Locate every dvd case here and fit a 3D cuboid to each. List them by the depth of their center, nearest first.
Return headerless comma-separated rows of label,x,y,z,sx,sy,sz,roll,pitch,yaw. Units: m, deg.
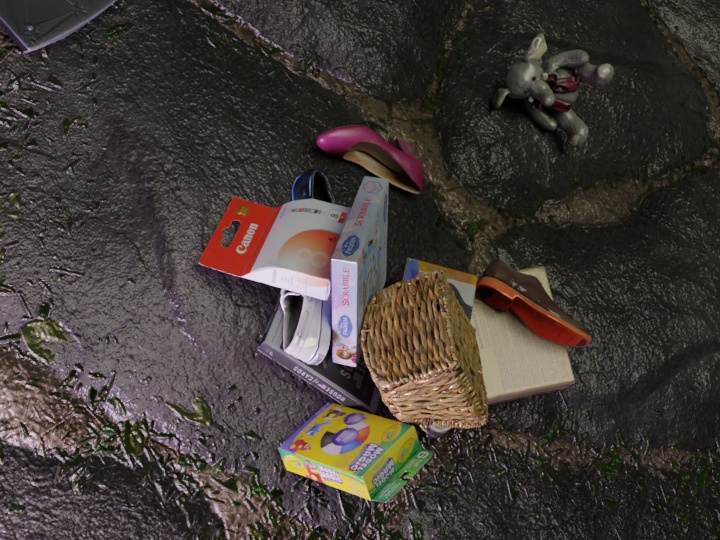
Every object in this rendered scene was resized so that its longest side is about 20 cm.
dvd case,-0.047,0.116,1.580,0.199,0.025,0.151,34,39,-13

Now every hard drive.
hard drive,-0.460,-0.411,1.573,0.135,0.042,0.200,48,55,-4

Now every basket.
basket,0.089,0.128,1.514,0.201,0.142,0.149,-95,160,-47

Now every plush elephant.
plush elephant,0.335,-0.339,1.934,0.154,0.165,0.200,-13,48,-46

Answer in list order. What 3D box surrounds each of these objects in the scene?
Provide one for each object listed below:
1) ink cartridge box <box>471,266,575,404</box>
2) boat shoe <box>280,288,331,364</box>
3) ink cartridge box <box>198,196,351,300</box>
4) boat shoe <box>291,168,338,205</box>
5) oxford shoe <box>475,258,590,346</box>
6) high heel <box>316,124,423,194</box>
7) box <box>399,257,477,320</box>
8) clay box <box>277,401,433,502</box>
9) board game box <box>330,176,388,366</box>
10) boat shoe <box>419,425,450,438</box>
ink cartridge box,0.240,0.108,1.719,0.163,0.075,0.201,-9,75,-13
boat shoe,-0.083,0.040,1.538,0.065,0.074,0.201,22,42,-29
ink cartridge box,-0.117,-0.050,1.551,0.199,0.050,0.163,17,45,4
boat shoe,-0.058,-0.062,1.645,0.084,0.069,0.201,-20,81,-34
oxford shoe,0.283,0.049,1.672,0.199,0.071,0.073,32,62,-1
high heel,0.021,-0.180,1.736,0.199,0.067,0.097,2,59,-33
box,0.107,0.086,1.629,0.118,0.042,0.201,14,60,-4
clay box,-0.007,0.251,1.471,0.115,0.199,0.048,-40,121,-35
board game box,0.000,0.000,1.555,0.041,0.201,0.200,9,40,10
boat shoe,0.092,0.162,1.645,0.071,0.061,0.202,-10,66,-17
